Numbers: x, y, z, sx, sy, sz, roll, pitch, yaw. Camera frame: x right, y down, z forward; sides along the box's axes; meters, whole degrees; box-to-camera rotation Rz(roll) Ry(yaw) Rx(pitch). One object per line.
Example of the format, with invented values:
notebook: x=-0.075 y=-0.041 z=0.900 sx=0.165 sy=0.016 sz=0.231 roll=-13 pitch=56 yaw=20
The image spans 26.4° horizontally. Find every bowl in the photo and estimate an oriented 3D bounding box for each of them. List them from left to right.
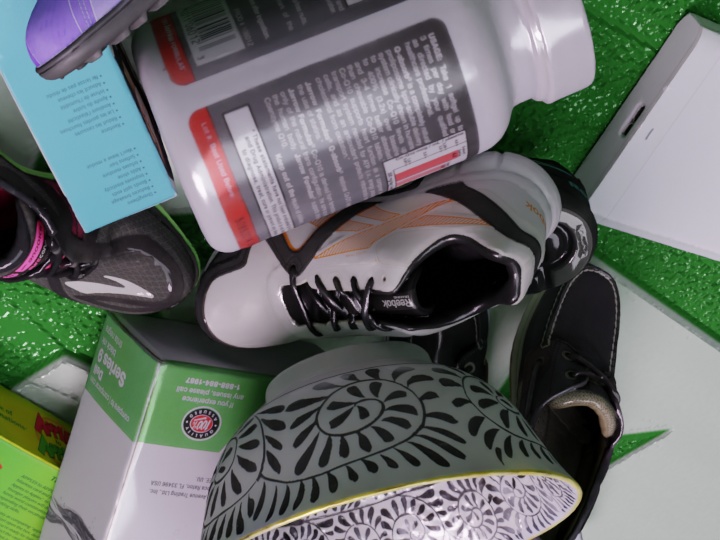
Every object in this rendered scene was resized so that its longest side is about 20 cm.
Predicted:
bowl: x=0.003 y=0.095 z=0.777 sx=0.200 sy=0.095 sz=0.201 roll=-12 pitch=158 yaw=-5

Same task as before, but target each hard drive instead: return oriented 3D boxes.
hard drive: x=0.233 y=-0.064 z=0.910 sx=0.199 sy=0.026 sz=0.132 roll=15 pitch=122 yaw=-30

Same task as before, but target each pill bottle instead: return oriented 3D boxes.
pill bottle: x=0.002 y=-0.095 z=0.730 sx=0.199 sy=0.116 sz=0.116 roll=-21 pitch=133 yaw=-3

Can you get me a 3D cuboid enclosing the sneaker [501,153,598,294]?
sneaker: x=0.029 y=-0.022 z=0.834 sx=0.199 sy=0.079 sz=0.076 roll=-3 pitch=124 yaw=10

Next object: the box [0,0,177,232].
box: x=-0.142 y=-0.118 z=0.677 sx=0.049 sy=0.082 sz=0.200 roll=-22 pitch=134 yaw=-2

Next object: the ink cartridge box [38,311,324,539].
ink cartridge box: x=-0.094 y=0.137 z=0.863 sx=0.145 sy=0.084 sz=0.201 roll=12 pitch=102 yaw=-36

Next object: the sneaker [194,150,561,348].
sneaker: x=0.000 y=0.000 z=0.761 sx=0.199 sy=0.080 sz=0.074 roll=-19 pitch=119 yaw=23

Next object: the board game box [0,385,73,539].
board game box: x=-0.201 y=0.135 z=0.895 sx=0.102 sy=0.048 sz=0.200 roll=-40 pitch=132 yaw=13

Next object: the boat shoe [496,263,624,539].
boat shoe: x=0.120 y=0.082 z=0.884 sx=0.072 sy=0.201 sz=0.065 roll=31 pitch=153 yaw=-19

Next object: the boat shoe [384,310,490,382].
boat shoe: x=0.051 y=0.068 z=0.930 sx=0.068 sy=0.057 sz=0.201 roll=-12 pitch=132 yaw=-11

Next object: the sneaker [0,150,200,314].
sneaker: x=-0.165 y=-0.017 z=0.754 sx=0.199 sy=0.084 sz=0.077 roll=25 pitch=117 yaw=-35

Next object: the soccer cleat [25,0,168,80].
soccer cleat: x=-0.086 y=-0.165 z=0.621 sx=0.073 sy=0.068 sz=0.200 roll=42 pitch=68 yaw=-25

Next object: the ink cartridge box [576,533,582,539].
ink cartridge box: x=0.049 y=0.198 z=1.000 sx=0.199 sy=0.041 sz=0.200 roll=-27 pitch=159 yaw=-1
